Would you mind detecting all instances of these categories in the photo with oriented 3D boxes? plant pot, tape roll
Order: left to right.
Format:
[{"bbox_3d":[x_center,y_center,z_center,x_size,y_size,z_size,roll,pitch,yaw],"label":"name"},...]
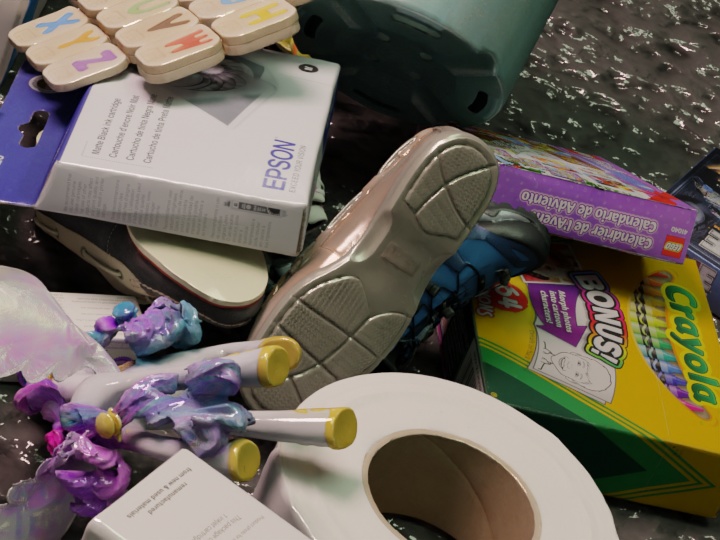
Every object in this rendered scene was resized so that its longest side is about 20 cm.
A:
[{"bbox_3d":[0.038,0.148,1.428,0.202,0.071,0.203,15,37,-12],"label":"tape roll"},{"bbox_3d":[0.056,-0.212,1.680,0.200,0.200,0.197,23,68,-1],"label":"plant pot"}]

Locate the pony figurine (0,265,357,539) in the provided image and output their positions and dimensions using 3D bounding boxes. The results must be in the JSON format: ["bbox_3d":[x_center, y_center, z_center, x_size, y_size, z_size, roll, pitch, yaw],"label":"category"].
[{"bbox_3d":[-0.130,0.074,1.353,0.199,0.167,0.193,0,7,29],"label":"pony figurine"}]

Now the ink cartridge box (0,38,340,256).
[{"bbox_3d":[-0.119,-0.086,1.533,0.199,0.041,0.200,9,29,0],"label":"ink cartridge box"}]

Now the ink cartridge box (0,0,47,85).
[{"bbox_3d":[-0.268,-0.225,1.717,0.144,0.084,0.200,22,36,-3],"label":"ink cartridge box"}]

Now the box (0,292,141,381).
[{"bbox_3d":[-0.218,0.036,1.452,0.199,0.039,0.042,3,42,-27],"label":"box"}]

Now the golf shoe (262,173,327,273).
[{"bbox_3d":[-0.059,-0.055,1.636,0.092,0.073,0.200,29,45,1],"label":"golf shoe"}]

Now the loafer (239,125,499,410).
[{"bbox_3d":[0.000,0.000,1.485,0.072,0.200,0.063,42,-2,-25],"label":"loafer"}]

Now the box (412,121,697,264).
[{"bbox_3d":[0.120,-0.055,1.685,0.136,0.039,0.200,12,9,-15],"label":"box"}]

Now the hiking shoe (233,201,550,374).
[{"bbox_3d":[0.023,0.025,1.543,0.199,0.074,0.087,-18,60,0],"label":"hiking shoe"}]

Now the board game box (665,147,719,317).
[{"bbox_3d":[0.295,0.004,1.786,0.200,0.035,0.135,34,37,14],"label":"board game box"}]

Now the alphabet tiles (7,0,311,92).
[{"bbox_3d":[-0.114,-0.164,1.592,0.195,0.015,0.200,-21,28,-14],"label":"alphabet tiles"}]

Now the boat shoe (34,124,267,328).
[{"bbox_3d":[-0.127,-0.015,1.516,0.071,0.063,0.200,-16,39,-41],"label":"boat shoe"}]

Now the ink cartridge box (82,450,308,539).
[{"bbox_3d":[-0.048,0.206,1.228,0.200,0.145,0.084,35,37,14],"label":"ink cartridge box"}]

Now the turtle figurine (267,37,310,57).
[{"bbox_3d":[-0.028,-0.177,1.809,0.199,0.065,0.161,7,31,-8],"label":"turtle figurine"}]

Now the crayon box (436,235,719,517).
[{"bbox_3d":[0.139,0.052,1.614,0.172,0.058,0.200,12,36,-14],"label":"crayon box"}]
